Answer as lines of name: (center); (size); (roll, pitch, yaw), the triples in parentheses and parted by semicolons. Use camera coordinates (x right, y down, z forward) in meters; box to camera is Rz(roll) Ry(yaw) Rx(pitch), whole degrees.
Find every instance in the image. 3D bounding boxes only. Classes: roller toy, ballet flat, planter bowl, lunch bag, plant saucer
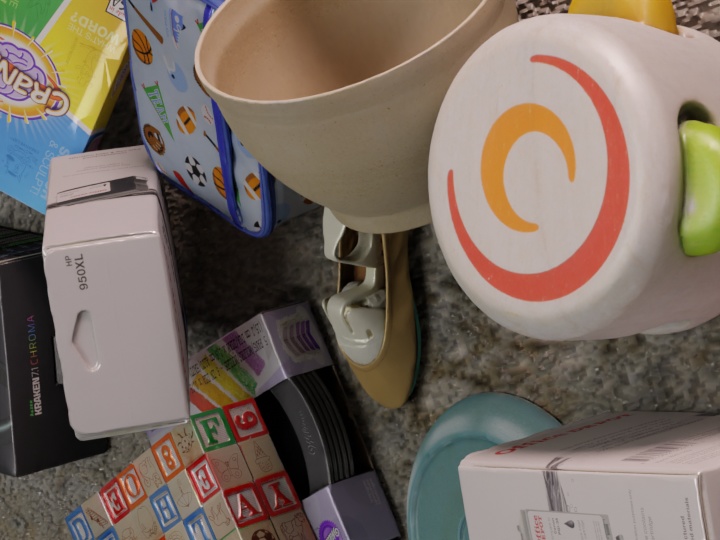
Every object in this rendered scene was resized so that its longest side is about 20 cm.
roller toy: (0.142, -0.054, 1.528); (0.183, 0.140, 0.200); (-53, 56, 32)
ballet flat: (0.000, 0.000, 1.774); (0.069, 0.063, 0.201); (17, 113, 47)
planter bowl: (0.014, -0.109, 1.646); (0.200, 0.200, 0.135); (18, 140, 46)
lunch bag: (-0.090, -0.129, 1.802); (0.160, 0.075, 0.200); (35, 144, 42)
plant saucer: (0.093, 0.180, 1.744); (0.200, 0.027, 0.201); (17, 112, 47)

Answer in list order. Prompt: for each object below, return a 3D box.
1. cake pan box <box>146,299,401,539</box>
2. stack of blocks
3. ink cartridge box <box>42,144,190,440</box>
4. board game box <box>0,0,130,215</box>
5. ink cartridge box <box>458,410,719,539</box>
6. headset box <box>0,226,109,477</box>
cake pan box: (-0.067, 0.138, 1.906); (0.200, 0.052, 0.185); (-31, 79, 50)
stack of blocks: (-0.124, 0.186, 1.902); (0.200, 0.058, 0.115); (-39, 71, 49)
ink cartridge box: (-0.170, 0.012, 1.872); (0.200, 0.084, 0.145); (-102, 3, -69)
board game box: (-0.246, -0.159, 1.955); (0.153, 0.040, 0.200); (28, 114, 6)
ink cartridge box: (0.177, 0.134, 1.535); (0.200, 0.146, 0.083); (-2, 99, 51)
headset box: (-0.291, 0.058, 2.115); (0.200, 0.093, 0.175); (9, 107, 48)
